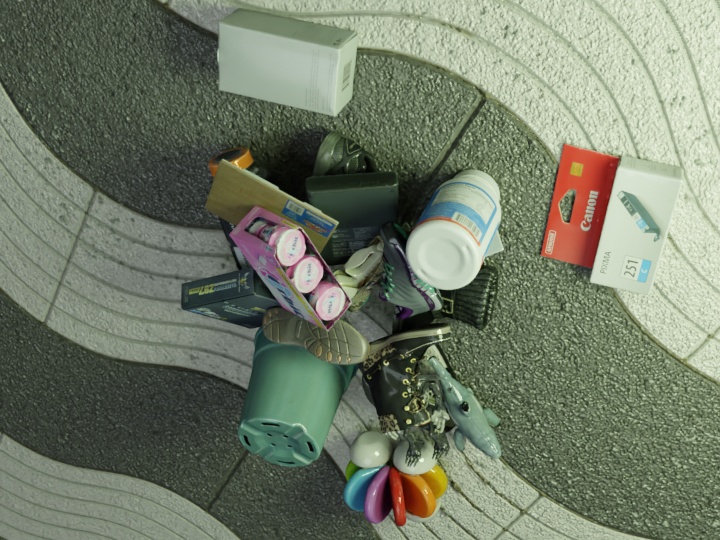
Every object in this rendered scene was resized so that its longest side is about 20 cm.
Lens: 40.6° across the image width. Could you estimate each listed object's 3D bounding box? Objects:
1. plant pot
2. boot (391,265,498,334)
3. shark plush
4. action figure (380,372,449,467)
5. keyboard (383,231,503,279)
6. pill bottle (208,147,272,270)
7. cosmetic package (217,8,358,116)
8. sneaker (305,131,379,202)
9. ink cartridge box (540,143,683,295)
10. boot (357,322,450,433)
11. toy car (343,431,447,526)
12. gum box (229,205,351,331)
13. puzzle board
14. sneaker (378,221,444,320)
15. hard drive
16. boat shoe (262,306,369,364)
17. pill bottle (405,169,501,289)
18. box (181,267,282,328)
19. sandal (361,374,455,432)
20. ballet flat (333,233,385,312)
[{"bbox_3d":[-0.118,0.222,1.712,0.198,0.197,0.201,9,139,8],"label":"plant pot"},{"bbox_3d":[0.138,0.072,1.610,0.156,0.080,0.213,16,125,13],"label":"boot"},{"bbox_3d":[0.187,0.231,1.691,0.090,0.083,0.202,-21,95,-1],"label":"shark plush"},{"bbox_3d":[0.097,0.246,1.669,0.118,0.102,0.201,-10,121,13],"label":"action figure"},{"bbox_3d":[0.126,-0.025,1.548,0.199,0.011,0.057,-20,82,15],"label":"keyboard"},{"bbox_3d":[-0.187,-0.101,1.622,0.105,0.106,0.201,-6,119,26],"label":"pill bottle"},{"bbox_3d":[-0.112,-0.316,1.471,0.198,0.081,0.114,17,126,14],"label":"cosmetic package"},{"bbox_3d":[-0.026,-0.114,1.564,0.114,0.076,0.201,25,122,14],"label":"sneaker"},{"bbox_3d":[0.366,-0.074,1.442,0.175,0.045,0.201,14,125,13],"label":"ink cartridge box"},{"bbox_3d":[0.081,0.173,1.565,0.199,0.073,0.152,-21,82,38],"label":"boot"},{"bbox_3d":[0.056,0.408,1.816,0.198,0.150,0.176,4,123,21],"label":"toy car"},{"bbox_3d":[-0.108,-0.006,1.505,0.113,0.066,0.200,24,156,43],"label":"gum box"},{"bbox_3d":[-0.140,-0.089,1.512,0.199,0.017,0.151,28,149,-5],"label":"puzzle board"},{"bbox_3d":[0.057,0.011,1.479,0.087,0.075,0.200,-25,134,9],"label":"sneaker"},{"bbox_3d":[-0.010,-0.078,1.531,0.138,0.033,0.201,-4,147,0],"label":"hard drive"},{"bbox_3d":[-0.067,0.104,1.617,0.199,0.072,0.076,19,94,27],"label":"boat shoe"},{"bbox_3d":[0.146,-0.068,1.441,0.111,0.200,0.113,11,124,16],"label":"pill bottle"},{"bbox_3d":[-0.186,0.051,1.677,0.157,0.200,0.052,-13,72,28],"label":"box"},{"bbox_3d":[0.086,0.228,1.751,0.200,0.058,0.080,32,120,-18],"label":"sandal"},{"bbox_3d":[0.000,0.000,1.555,0.200,0.075,0.068,-49,57,42],"label":"ballet flat"}]
